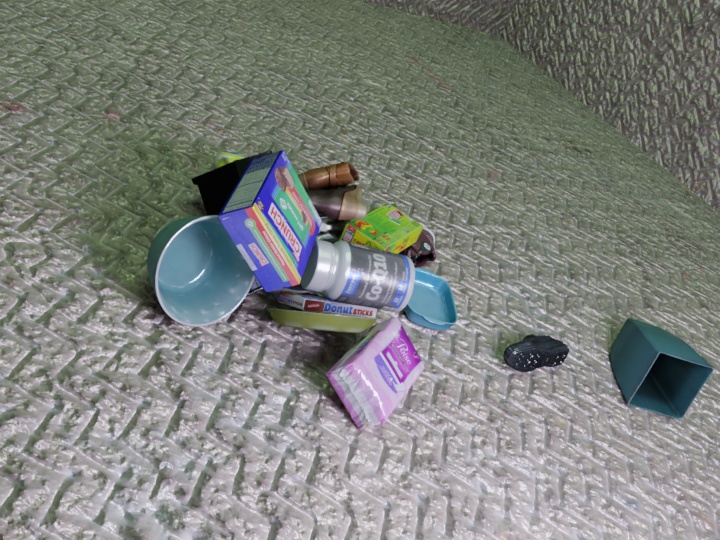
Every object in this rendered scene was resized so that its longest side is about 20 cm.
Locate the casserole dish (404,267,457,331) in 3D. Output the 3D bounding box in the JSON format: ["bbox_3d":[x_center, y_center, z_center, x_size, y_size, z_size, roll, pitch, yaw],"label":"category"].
[{"bbox_3d":[0.142,0.065,1.771,0.121,0.039,0.200,17,30,-13],"label":"casserole dish"}]

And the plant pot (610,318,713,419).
[{"bbox_3d":[0.650,0.203,1.841,0.141,0.142,0.200,17,24,-15],"label":"plant pot"}]

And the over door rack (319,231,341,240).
[{"bbox_3d":[0.000,0.000,1.736,0.147,0.067,0.200,7,34,-29],"label":"over door rack"}]

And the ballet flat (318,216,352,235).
[{"bbox_3d":[-0.059,-0.093,1.809,0.199,0.070,0.070,-4,39,-21],"label":"ballet flat"}]

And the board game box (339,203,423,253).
[{"bbox_3d":[0.048,-0.081,1.788,0.101,0.048,0.200,34,29,15],"label":"board game box"}]

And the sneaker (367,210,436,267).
[{"bbox_3d":[0.094,-0.068,1.910,0.199,0.076,0.116,14,35,-20],"label":"sneaker"}]

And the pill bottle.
[{"bbox_3d":[-0.007,0.007,1.562,0.199,0.114,0.114,12,32,-23],"label":"pill bottle"}]

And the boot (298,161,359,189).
[{"bbox_3d":[-0.078,-0.204,1.874,0.200,0.155,0.077,20,53,-78],"label":"boot"}]

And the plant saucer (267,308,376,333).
[{"bbox_3d":[-0.070,0.092,1.489,0.199,0.031,0.200,6,-4,0],"label":"plant saucer"}]

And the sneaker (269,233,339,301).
[{"bbox_3d":[-0.102,0.010,1.634,0.200,0.075,0.116,-28,65,-29],"label":"sneaker"}]

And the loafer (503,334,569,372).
[{"bbox_3d":[0.363,0.171,1.745,0.200,0.068,0.070,1,30,-44],"label":"loafer"}]

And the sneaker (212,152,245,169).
[{"bbox_3d":[-0.243,-0.224,1.901,0.200,0.076,0.105,29,17,-16],"label":"sneaker"}]

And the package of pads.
[{"bbox_3d":[0.031,0.178,1.438,0.121,0.076,0.200,61,32,-7],"label":"package of pads"}]

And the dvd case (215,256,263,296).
[{"bbox_3d":[-0.181,-0.044,1.571,0.200,0.018,0.143,-25,85,-22],"label":"dvd case"}]

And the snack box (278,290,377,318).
[{"bbox_3d":[-0.060,0.066,1.566,0.072,0.024,0.200,16,4,42],"label":"snack box"}]

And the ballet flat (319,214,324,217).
[{"bbox_3d":[-0.102,-0.114,1.861,0.199,0.069,0.063,16,5,-22],"label":"ballet flat"}]

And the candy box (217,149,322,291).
[{"bbox_3d":[-0.153,-0.090,1.456,0.169,0.077,0.200,61,27,-29],"label":"candy box"}]

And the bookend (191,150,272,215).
[{"bbox_3d":[-0.236,-0.123,1.690,0.092,0.198,0.201,-23,98,-36],"label":"bookend"}]

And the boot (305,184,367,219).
[{"bbox_3d":[-0.081,-0.156,1.739,0.166,0.073,0.200,11,12,-13],"label":"boot"}]

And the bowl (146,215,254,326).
[{"bbox_3d":[-0.294,-0.012,1.448,0.200,0.202,0.105,-6,21,-42],"label":"bowl"}]
